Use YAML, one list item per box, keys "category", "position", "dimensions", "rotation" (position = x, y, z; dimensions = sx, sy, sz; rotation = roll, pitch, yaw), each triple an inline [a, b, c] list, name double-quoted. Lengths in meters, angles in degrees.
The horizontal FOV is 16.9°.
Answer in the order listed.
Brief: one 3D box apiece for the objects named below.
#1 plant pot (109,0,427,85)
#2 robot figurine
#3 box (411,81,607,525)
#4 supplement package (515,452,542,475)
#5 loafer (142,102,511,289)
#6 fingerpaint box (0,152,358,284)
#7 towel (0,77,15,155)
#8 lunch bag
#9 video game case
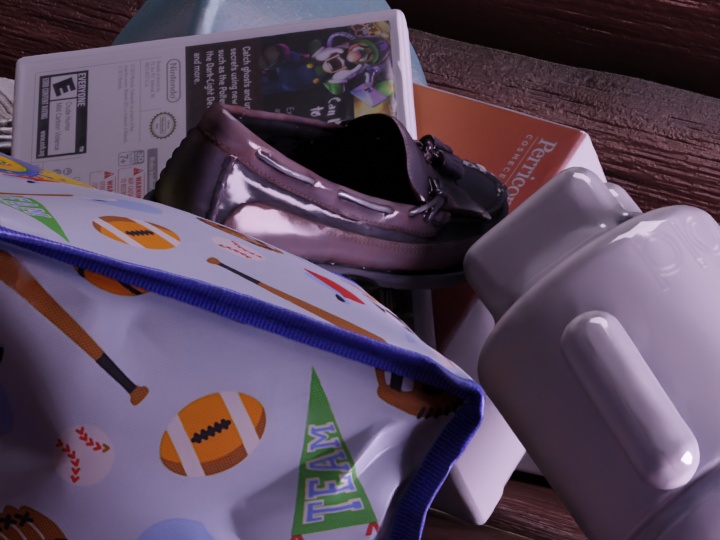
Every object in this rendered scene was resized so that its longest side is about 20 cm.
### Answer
- category: "plant pot"
  position: [-0.070, -0.088, 1.523]
  dimensions: [0.196, 0.201, 0.196]
  rotation: [18, -25, -28]
- category: "robot figurine"
  position: [0.123, 0.056, 0.934]
  dimensions: [0.200, 0.113, 0.169]
  rotation: [55, 17, 18]
- category: "box"
  position: [0.000, 0.000, 1.113]
  dimensions: [0.199, 0.153, 0.107]
  rotation: [18, -29, 34]
- category: "supplement package"
  position: [0.028, 0.036, 1.314]
  dimensions: [0.199, 0.114, 0.109]
  rotation: [13, 1, -19]
- category: "loafer"
  position: [0.000, -0.033, 0.937]
  dimensions: [0.072, 0.063, 0.200]
  rotation: [38, 26, 31]
- category: "fingerpaint box"
  position: [-0.125, 0.018, 0.906]
  dimensions: [0.199, 0.074, 0.167]
  rotation: [20, 16, 16]
- category: "towel"
  position: [-0.258, -0.087, 1.328]
  dimensions: [0.192, 0.035, 0.200]
  rotation: [4, 14, -18]
- category: "lunch bag"
  position: [-0.091, 0.034, 0.661]
  dimensions: [0.199, 0.124, 0.170]
  rotation: [22, 1, -15]
- category: "video game case"
  position: [-0.063, -0.026, 1.050]
  dimensions: [0.181, 0.201, 0.023]
  rotation: [-7, -40, 4]
